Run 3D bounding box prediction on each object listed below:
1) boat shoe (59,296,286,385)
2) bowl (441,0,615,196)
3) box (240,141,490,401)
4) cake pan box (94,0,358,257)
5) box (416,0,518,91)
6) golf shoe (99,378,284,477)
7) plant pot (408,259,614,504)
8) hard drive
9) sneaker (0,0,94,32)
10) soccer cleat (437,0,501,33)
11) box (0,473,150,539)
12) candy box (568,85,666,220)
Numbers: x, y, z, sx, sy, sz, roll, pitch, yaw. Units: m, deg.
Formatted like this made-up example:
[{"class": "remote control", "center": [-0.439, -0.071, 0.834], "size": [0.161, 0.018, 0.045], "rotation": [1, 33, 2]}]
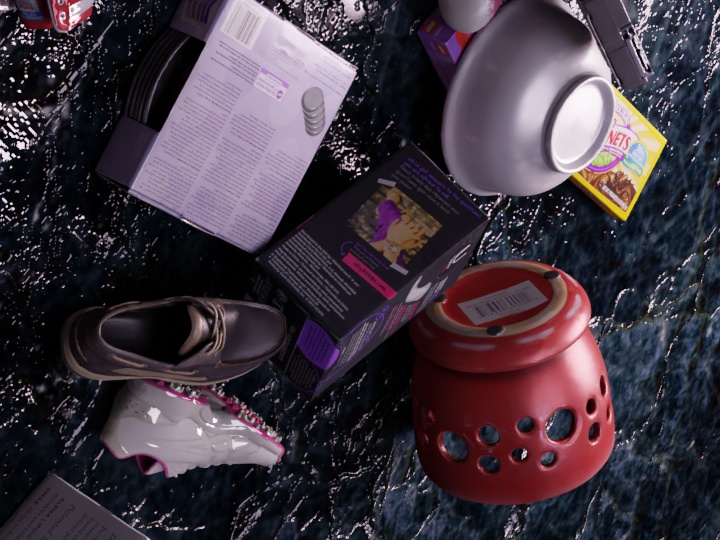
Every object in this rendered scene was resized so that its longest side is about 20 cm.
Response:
[{"class": "boat shoe", "center": [-0.143, 0.057, 1.675], "size": [0.199, 0.073, 0.075], "rotation": [-6, 86, -31]}, {"class": "bowl", "center": [0.173, -0.149, 1.905], "size": [0.201, 0.090, 0.202], "rotation": [-28, 132, -36]}, {"class": "box", "center": [0.000, 0.000, 1.807], "size": [0.200, 0.106, 0.122], "rotation": [-38, 166, -31]}, {"class": "cake pan box", "center": [-0.108, -0.124, 1.677], "size": [0.200, 0.052, 0.185], "rotation": [26, 89, -54]}, {"class": "box", "center": [0.137, -0.207, 1.934], "size": [0.137, 0.039, 0.200], "rotation": [-52, 143, -16]}, {"class": "golf shoe", "center": [-0.148, 0.142, 1.785], "size": [0.200, 0.075, 0.092], "rotation": [31, 96, -46]}, {"class": "plant pot", "center": [0.142, 0.099, 2.009], "size": [0.200, 0.200, 0.183], "rotation": [-32, 125, -35]}, {"class": "hard drive", "center": [0.200, -0.273, 1.851], "size": [0.038, 0.200, 0.140], "rotation": [-26, 143, 8]}, {"class": "sneaker", "center": [-0.242, -0.231, 1.427], "size": [0.200, 0.071, 0.113], "rotation": [13, 98, -55]}, {"class": "soccer cleat", "center": [0.102, -0.310, 1.797], "size": [0.086, 0.070, 0.201], "rotation": [6, 100, -69]}, {"class": "box", "center": [-0.243, 0.316, 1.718], "size": [0.200, 0.131, 0.199], "rotation": [-49, 142, -18]}, {"class": "candy box", "center": [0.251, -0.132, 2.133], "size": [0.200, 0.026, 0.102], "rotation": [33, 82, -54]}]
